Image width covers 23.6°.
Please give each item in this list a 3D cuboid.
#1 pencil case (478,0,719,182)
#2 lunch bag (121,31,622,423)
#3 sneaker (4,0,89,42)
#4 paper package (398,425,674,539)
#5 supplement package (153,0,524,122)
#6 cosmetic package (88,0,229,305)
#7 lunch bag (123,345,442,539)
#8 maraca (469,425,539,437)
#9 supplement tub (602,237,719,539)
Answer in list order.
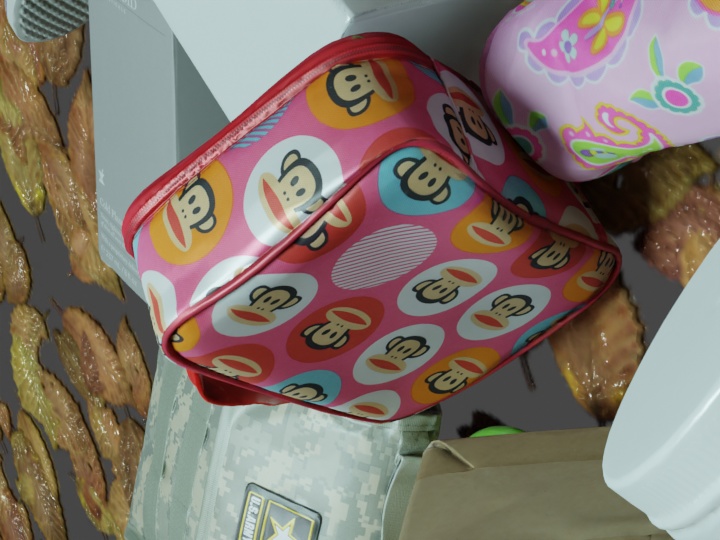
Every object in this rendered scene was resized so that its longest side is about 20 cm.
[{"bbox_3d":[0.130,-0.088,0.637,0.199,0.087,0.088,-17,92,58],"label":"pencil case"},{"bbox_3d":[0.000,0.000,0.730,0.176,0.199,0.082,-37,58,19],"label":"lunch bag"},{"bbox_3d":[-0.181,-0.242,1.038,0.115,0.072,0.201,55,134,28],"label":"sneaker"},{"bbox_3d":[0.118,0.169,0.677,0.188,0.104,0.202,-7,113,16],"label":"paper package"},{"bbox_3d":[-0.028,-0.161,0.798,0.201,0.116,0.117,57,145,20],"label":"supplement package"},{"bbox_3d":[-0.095,-0.082,0.971,0.107,0.089,0.202,37,138,45],"label":"cosmetic package"},{"bbox_3d":[-0.037,0.111,0.906,0.200,0.116,0.166,36,119,55],"label":"lunch bag"},{"bbox_3d":[0.077,0.146,0.820,0.138,0.106,0.200,67,159,15],"label":"maraca"},{"bbox_3d":[0.188,0.065,0.517,0.199,0.132,0.132,33,141,0],"label":"supplement tub"}]
